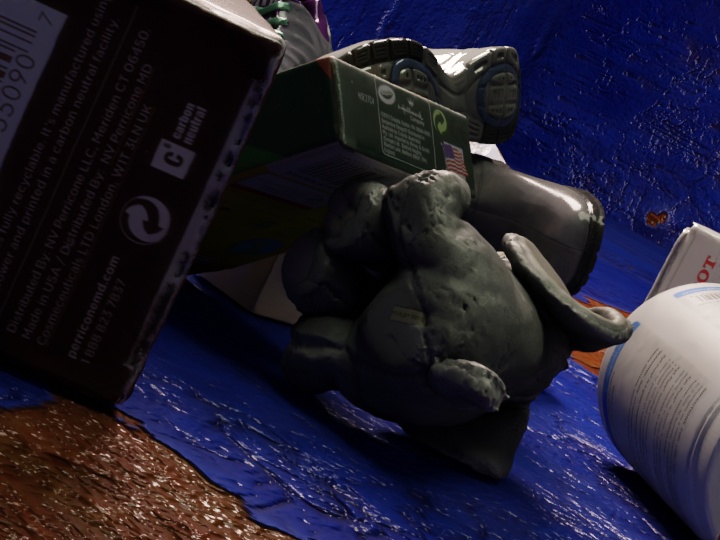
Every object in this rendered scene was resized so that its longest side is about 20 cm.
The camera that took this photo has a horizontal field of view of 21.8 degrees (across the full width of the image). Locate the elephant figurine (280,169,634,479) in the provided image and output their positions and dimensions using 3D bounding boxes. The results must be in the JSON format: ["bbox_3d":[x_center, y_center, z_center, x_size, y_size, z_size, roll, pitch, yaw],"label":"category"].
[{"bbox_3d":[0.067,0.031,0.961,0.141,0.155,0.200,-17,-28,37],"label":"elephant figurine"}]

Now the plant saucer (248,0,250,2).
[{"bbox_3d":[-0.156,-0.196,1.296,0.200,0.200,0.048,50,32,-21],"label":"plant saucer"}]

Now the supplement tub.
[{"bbox_3d":[0.224,0.090,1.077,0.132,0.132,0.200,24,9,-14],"label":"supplement tub"}]

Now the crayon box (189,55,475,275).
[{"bbox_3d":[-0.057,-0.049,0.992,0.200,0.051,0.127,-16,-18,31],"label":"crayon box"}]

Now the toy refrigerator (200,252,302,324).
[{"bbox_3d":[0.000,0.000,1.158,0.200,0.076,0.070,17,12,-45],"label":"toy refrigerator"}]

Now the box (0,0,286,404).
[{"bbox_3d":[-0.144,-0.069,0.809,0.164,0.166,0.200,23,9,-11],"label":"box"}]

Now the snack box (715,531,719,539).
[{"bbox_3d":[0.212,0.143,0.904,0.024,0.072,0.200,31,10,32],"label":"snack box"}]

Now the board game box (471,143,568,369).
[{"bbox_3d":[0.092,-0.034,1.329,0.200,0.035,0.136,-111,-177,-54],"label":"board game box"}]

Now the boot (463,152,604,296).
[{"bbox_3d":[0.051,-0.040,1.127,0.132,0.070,0.200,15,5,-25],"label":"boot"}]

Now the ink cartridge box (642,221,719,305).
[{"bbox_3d":[0.300,0.075,1.365,0.200,0.146,0.085,31,8,26],"label":"ink cartridge box"}]

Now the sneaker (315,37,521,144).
[{"bbox_3d":[0.018,-0.101,1.110,0.087,0.075,0.200,7,7,32],"label":"sneaker"}]

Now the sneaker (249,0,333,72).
[{"bbox_3d":[-0.067,-0.122,1.086,0.074,0.088,0.200,-5,8,18],"label":"sneaker"}]
